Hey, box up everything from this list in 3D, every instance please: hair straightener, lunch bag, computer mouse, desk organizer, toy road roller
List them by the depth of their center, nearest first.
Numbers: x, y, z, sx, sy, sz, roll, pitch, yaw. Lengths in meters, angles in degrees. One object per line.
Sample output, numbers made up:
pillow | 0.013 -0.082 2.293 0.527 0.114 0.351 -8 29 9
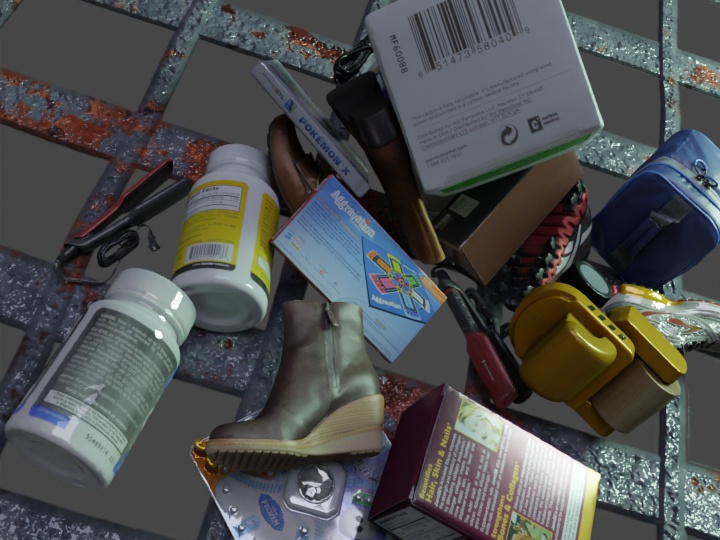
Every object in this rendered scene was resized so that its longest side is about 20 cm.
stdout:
toy road roller | 0.251 0.103 0.934 0.200 0.123 0.146 44 30 3
hair straightener | -0.268 -0.050 0.984 0.077 0.041 0.200 39 57 12
hair straightener | 0.146 0.072 1.018 0.076 0.041 0.201 1 48 -45
desk organizer | 0.180 -0.086 1.044 0.200 0.077 0.071 -47 38 -9
computer mouse | 0.054 -0.242 1.057 0.140 0.046 0.200 -42 64 -10
lunch bag | 0.390 -0.070 1.076 0.136 0.201 0.132 44 60 9

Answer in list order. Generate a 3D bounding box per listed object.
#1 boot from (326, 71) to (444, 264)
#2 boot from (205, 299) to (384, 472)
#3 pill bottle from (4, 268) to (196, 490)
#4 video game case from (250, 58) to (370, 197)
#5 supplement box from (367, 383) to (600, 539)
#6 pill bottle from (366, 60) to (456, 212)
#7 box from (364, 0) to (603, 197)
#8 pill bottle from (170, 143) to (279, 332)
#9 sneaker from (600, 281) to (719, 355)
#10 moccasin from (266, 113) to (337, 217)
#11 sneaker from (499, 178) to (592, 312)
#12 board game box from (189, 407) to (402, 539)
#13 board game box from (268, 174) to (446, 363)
boot | 0.038 -0.126 1.008 0.068 0.202 0.188 -30 30 -6
boot | -0.071 0.115 0.875 0.196 0.072 0.169 2 63 -27
pill bottle | -0.251 0.103 0.846 0.112 0.114 0.202 24 55 2
video game case | -0.055 -0.177 1.018 0.022 0.200 0.183 -40 102 9
supplement box | 0.126 0.228 0.849 0.198 0.103 0.132 31 55 -10
pill bottle | 0.085 -0.185 1.117 0.118 0.120 0.203 -10 61 -20
box | 0.136 -0.206 0.926 0.196 0.171 0.204 -19 90 12
pill bottle | -0.150 -0.042 0.968 0.109 0.112 0.203 10 56 -8
sneaker | 0.392 0.083 1.061 0.196 0.078 0.083 12 59 4
moccasin | -0.053 -0.087 0.993 0.076 0.074 0.205 -20 90 15
sneaker | 0.242 -0.019 1.069 0.070 0.098 0.202 8 57 42
board game box | -0.046 0.220 0.878 0.198 0.026 0.201 -24 66 -27
board game box | 0.000 0.000 0.961 0.103 0.019 0.200 -46 106 -8
